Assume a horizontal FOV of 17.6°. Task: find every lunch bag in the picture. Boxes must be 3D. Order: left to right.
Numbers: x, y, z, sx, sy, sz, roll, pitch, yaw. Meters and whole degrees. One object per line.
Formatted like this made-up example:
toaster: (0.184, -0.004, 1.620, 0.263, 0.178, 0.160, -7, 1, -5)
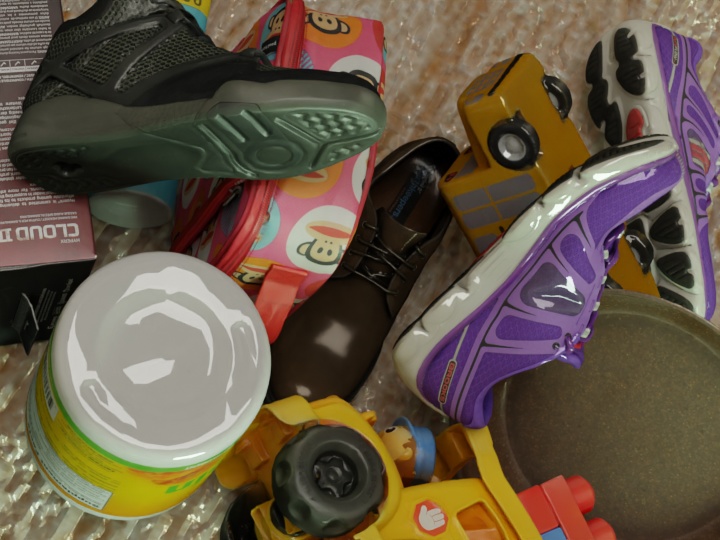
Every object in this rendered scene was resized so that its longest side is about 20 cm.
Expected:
lunch bag: (-0.050, -0.041, 1.302, 0.082, 0.200, 0.176, 14, 68, -15)

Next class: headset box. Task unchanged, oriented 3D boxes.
headset box: (-0.201, -0.054, 1.294, 0.077, 0.149, 0.200, -6, 73, -16)

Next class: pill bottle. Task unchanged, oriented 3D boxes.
pill bottle: (-0.120, 0.071, 1.244, 0.111, 0.200, 0.111, 4, 71, -13)

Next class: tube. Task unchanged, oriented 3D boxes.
tube: (-0.127, -0.124, 1.396, 0.077, 0.050, 0.200, 13, 64, -18)

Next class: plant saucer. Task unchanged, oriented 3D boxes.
plant saucer: (0.151, 0.097, 1.337, 0.200, 0.200, 0.037, 39, 29, 1)

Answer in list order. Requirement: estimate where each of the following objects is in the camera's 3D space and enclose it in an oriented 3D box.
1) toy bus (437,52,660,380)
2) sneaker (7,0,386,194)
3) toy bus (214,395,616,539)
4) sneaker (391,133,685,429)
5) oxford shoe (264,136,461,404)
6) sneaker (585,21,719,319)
toy bus: (0.111, -0.023, 1.358, 0.200, 0.078, 0.065, 60, 36, -17)
sneaker: (-0.080, -0.103, 1.190, 0.199, 0.076, 0.114, -3, 62, 23)
toy bus: (0.039, 0.147, 1.301, 0.192, 0.136, 0.200, -24, 77, -26)
sneaker: (0.108, 0.006, 1.270, 0.083, 0.081, 0.200, 44, 107, 3)
oxford shoe: (0.000, 0.000, 1.364, 0.073, 0.084, 0.200, 29, 69, -6)
sneaker: (0.199, -0.059, 1.434, 0.083, 0.081, 0.200, 3, 75, -28)
